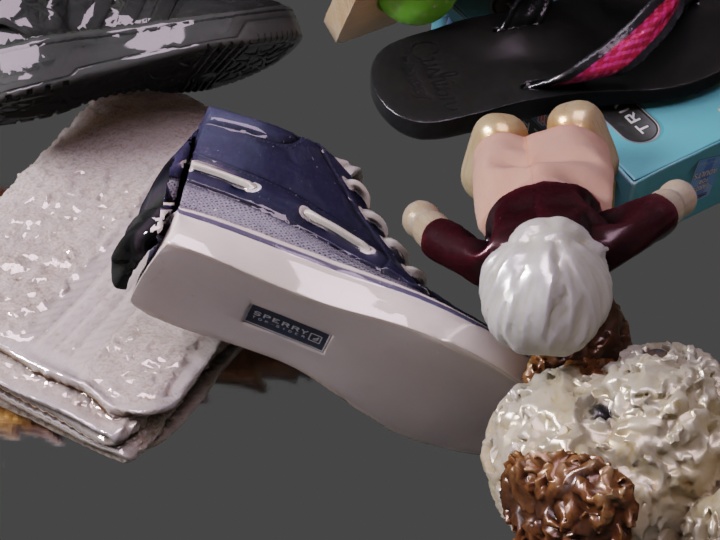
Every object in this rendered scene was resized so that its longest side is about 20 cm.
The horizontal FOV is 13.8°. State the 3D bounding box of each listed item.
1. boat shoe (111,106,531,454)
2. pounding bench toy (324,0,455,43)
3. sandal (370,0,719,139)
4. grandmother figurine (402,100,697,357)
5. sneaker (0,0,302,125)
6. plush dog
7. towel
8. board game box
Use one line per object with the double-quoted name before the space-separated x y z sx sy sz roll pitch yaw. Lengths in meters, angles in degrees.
"boat shoe" 0.000 0.000 1.260 0.200 0.075 0.093 26 49 -10
"pounding bench toy" -0.005 -0.187 1.340 0.200 0.124 0.156 -22 73 -23
"sandal" 0.100 -0.108 1.352 0.200 0.045 0.075 -16 50 -20
"grandmother figurine" 0.079 -0.017 1.232 0.121 0.061 0.200 -16 18 11
"sneaker" -0.129 -0.127 1.334 0.200 0.060 0.104 -14 76 -26
"plush dog" 0.133 0.079 1.174 0.171 0.161 0.200 9 21 3
"towel" -0.101 -0.007 1.311 0.132 0.035 0.200 24 49 15
"board game box" 0.157 -0.107 1.420 0.200 0.047 0.151 -25 54 -26
